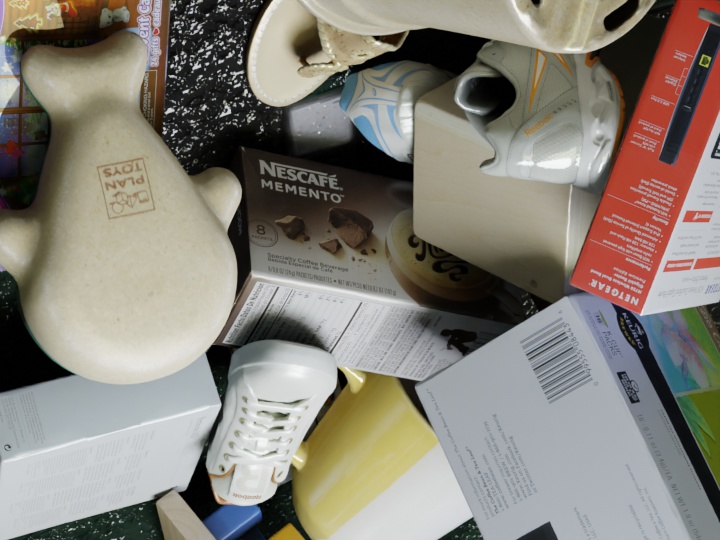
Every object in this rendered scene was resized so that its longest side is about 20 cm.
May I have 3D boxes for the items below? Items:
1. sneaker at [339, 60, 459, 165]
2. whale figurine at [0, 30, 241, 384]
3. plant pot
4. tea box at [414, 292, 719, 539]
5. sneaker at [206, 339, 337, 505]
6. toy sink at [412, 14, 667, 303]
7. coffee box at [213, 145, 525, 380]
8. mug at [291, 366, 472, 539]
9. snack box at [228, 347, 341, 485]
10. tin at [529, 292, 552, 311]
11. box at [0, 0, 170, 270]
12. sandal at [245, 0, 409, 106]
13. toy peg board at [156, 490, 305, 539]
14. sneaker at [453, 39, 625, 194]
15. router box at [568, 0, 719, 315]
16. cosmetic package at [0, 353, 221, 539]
[{"bbox_3d":[0.059,-0.097,1.343,0.199,0.072,0.072,23,88,-54],"label":"sneaker"},{"bbox_3d":[-0.149,-0.034,1.151,0.158,0.104,0.202,-14,93,-22],"label":"whale figurine"},{"bbox_3d":[0.073,-0.209,1.102,0.199,0.183,0.202,-17,119,-32],"label":"plant pot"},{"bbox_3d":[0.170,0.128,1.266,0.133,0.201,0.196,-32,165,29],"label":"tea box"},{"bbox_3d":[-0.061,0.109,1.313,0.072,0.085,0.200,8,156,-10],"label":"sneaker"},{"bbox_3d":[0.146,-0.079,1.292,0.199,0.130,0.113,-32,135,-38],"label":"toy sink"},{"bbox_3d":[0.000,0.000,1.318,0.198,0.114,0.080,11,138,-20],"label":"coffee box"},{"bbox_3d":[0.016,0.128,1.460,0.153,0.187,0.149,-45,171,25],"label":"mug"},{"bbox_3d":[-0.053,0.081,1.465,0.071,0.024,0.201,-23,137,-9],"label":"snack box"},{"bbox_3d":[0.148,0.013,1.431,0.042,0.113,0.200,-27,157,10],"label":"tin"},{"bbox_3d":[-0.185,-0.100,1.170,0.136,0.039,0.202,-5,114,-25],"label":"box"},{"bbox_3d":[0.005,-0.170,1.229,0.077,0.070,0.212,22,117,-41],"label":"sandal"},{"bbox_3d":[-0.051,0.259,1.492,0.097,0.199,0.201,-34,155,-18],"label":"toy peg board"},{"bbox_3d":[0.099,-0.127,1.178,0.091,0.201,0.076,2,130,-7],"label":"sneaker"},{"bbox_3d":[0.205,-0.068,1.179,0.200,0.049,0.181,-2,114,-67],"label":"router box"},{"bbox_3d":[-0.185,0.122,1.355,0.149,0.052,0.200,-11,160,-17],"label":"cosmetic package"}]
